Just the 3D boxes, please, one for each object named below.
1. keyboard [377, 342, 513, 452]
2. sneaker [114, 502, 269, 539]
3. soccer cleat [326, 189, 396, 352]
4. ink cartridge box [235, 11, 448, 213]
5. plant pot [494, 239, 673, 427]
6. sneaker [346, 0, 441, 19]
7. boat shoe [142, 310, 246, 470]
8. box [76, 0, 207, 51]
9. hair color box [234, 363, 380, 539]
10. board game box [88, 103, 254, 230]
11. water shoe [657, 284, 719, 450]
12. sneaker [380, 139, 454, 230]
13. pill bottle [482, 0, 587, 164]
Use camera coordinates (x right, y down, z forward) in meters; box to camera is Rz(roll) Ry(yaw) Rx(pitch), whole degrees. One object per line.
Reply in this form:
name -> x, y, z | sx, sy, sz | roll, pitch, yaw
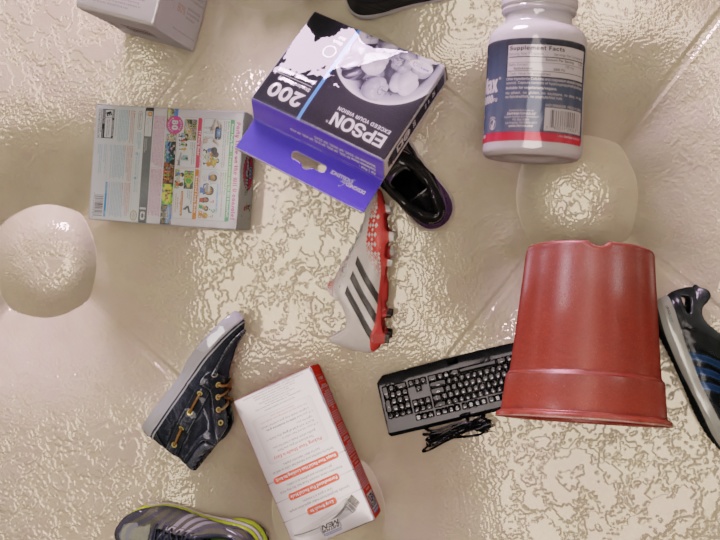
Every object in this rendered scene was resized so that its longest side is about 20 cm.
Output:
keyboard -> 0.123, 0.158, 1.366 | 0.197, 0.040, 0.106 | -16, 86, 10
sneaker -> -0.217, 0.337, 1.402 | 0.197, 0.081, 0.075 | 2, 90, 10
soccer cleat -> 0.000, 0.000, 1.376 | 0.084, 0.069, 0.203 | 2, 94, 6
ink cartridge box -> -0.027, -0.195, 1.342 | 0.197, 0.043, 0.201 | 26, 74, 21
plant pot -> 0.258, 0.074, 1.276 | 0.198, 0.201, 0.198 | 3, 81, 10
sneaker -> 0.070, -0.365, 1.350 | 0.198, 0.099, 0.072 | -20, 84, 8
boat shoe -> -0.184, 0.152, 1.408 | 0.091, 0.071, 0.201 | 38, 102, 7
box -> -0.250, -0.394, 1.379 | 0.105, 0.152, 0.203 | 15, 91, 10
hair color box -> -0.065, 0.231, 1.386 | 0.110, 0.064, 0.202 | -24, 84, 8
board game box -> -0.237, -0.131, 1.420 | 0.197, 0.064, 0.150 | 5, 91, 11
water shoe -> 0.411, 0.115, 1.299 | 0.078, 0.071, 0.202 | -24, 86, 7
sneaker -> 0.038, -0.135, 1.358 | 0.200, 0.088, 0.076 | 45, 97, 7
pill bottle -> 0.206, -0.231, 1.314 | 0.118, 0.120, 0.203 | 3, 89, 10
